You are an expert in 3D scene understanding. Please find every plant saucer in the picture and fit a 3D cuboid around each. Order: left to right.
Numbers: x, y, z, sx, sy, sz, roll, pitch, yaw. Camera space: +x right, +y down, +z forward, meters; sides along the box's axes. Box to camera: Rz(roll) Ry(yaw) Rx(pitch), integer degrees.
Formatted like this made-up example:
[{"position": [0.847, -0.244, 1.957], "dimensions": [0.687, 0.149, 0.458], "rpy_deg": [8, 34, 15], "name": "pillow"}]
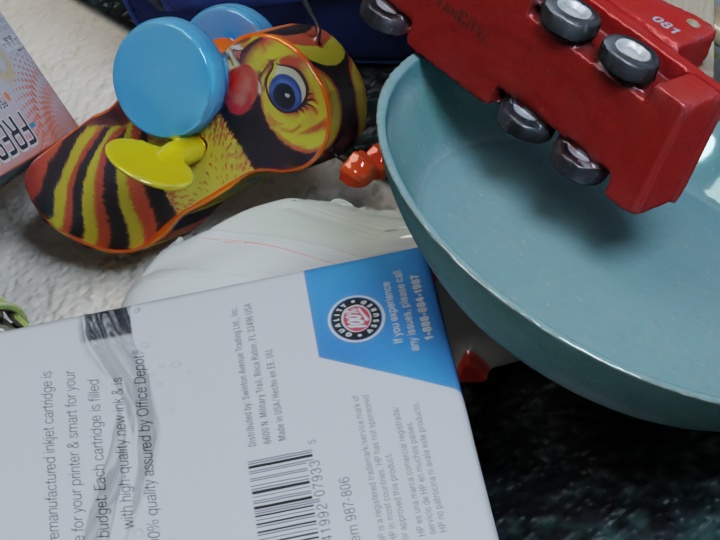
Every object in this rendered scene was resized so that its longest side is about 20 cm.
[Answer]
[{"position": [0.093, -0.008, 0.740], "dimensions": [0.199, 0.036, 0.201], "rpy_deg": [16, 33, -11], "name": "plant saucer"}]

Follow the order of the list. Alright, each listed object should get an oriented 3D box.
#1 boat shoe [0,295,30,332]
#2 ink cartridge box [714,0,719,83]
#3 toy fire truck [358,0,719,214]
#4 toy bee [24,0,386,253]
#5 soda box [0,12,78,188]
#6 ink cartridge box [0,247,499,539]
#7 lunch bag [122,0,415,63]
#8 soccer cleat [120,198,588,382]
[{"position": [-0.166, 0.033, 0.863], "dimensions": [0.201, 0.072, 0.061], "rpy_deg": [5, 54, 36], "name": "boat shoe"}, {"position": [0.139, -0.161, 0.855], "dimensions": [0.199, 0.145, 0.148], "rpy_deg": [1, 47, 27], "name": "ink cartridge box"}, {"position": [0.104, -0.077, 0.766], "dimensions": [0.200, 0.049, 0.141], "rpy_deg": [40, 36, 24], "name": "toy fire truck"}, {"position": [-0.046, -0.060, 0.866], "dimensions": [0.131, 0.200, 0.109], "rpy_deg": [-32, 78, -40], "name": "toy bee"}, {"position": [-0.182, -0.050, 0.882], "dimensions": [0.063, 0.069, 0.200], "rpy_deg": [-33, 6, 16], "name": "soda box"}, {"position": [-0.059, 0.085, 0.721], "dimensions": [0.198, 0.085, 0.145], "rpy_deg": [-11, 42, -1], "name": "ink cartridge box"}, {"position": [-0.033, -0.170, 0.956], "dimensions": [0.199, 0.136, 0.133], "rpy_deg": [3, 48, 29], "name": "lunch bag"}, {"position": [0.000, 0.000, 0.820], "dimensions": [0.199, 0.070, 0.078], "rpy_deg": [-8, 40, 23], "name": "soccer cleat"}]
